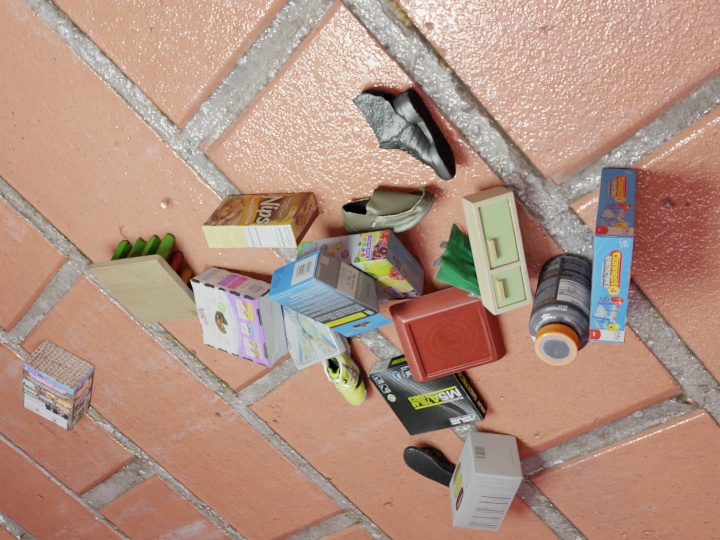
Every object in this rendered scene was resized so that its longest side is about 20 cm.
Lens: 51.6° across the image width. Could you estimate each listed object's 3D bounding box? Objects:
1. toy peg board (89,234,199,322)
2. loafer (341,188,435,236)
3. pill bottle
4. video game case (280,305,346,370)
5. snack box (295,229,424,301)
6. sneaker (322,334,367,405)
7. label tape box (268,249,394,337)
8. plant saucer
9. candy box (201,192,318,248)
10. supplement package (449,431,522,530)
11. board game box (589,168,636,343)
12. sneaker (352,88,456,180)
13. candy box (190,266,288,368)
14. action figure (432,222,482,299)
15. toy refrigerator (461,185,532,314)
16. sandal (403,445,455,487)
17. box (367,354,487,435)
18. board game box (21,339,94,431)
[{"bbox_3d":[-0.458,0.014,1.674,0.197,0.099,0.200,-5,138,27],"label":"toy peg board"},{"bbox_3d":[0.043,-0.111,1.356,0.197,0.076,0.070,-16,122,32],"label":"loafer"},{"bbox_3d":[0.346,0.070,1.277,0.104,0.201,0.108,12,130,15],"label":"pill bottle"},{"bbox_3d":[-0.121,0.105,1.544,0.199,0.022,0.185,-29,87,55],"label":"video game case"},{"bbox_3d":[0.000,0.000,1.421,0.197,0.069,0.169,-6,151,29],"label":"snack box"},{"bbox_3d":[-0.046,0.227,1.640,0.074,0.077,0.202,-9,122,27],"label":"sneaker"},{"bbox_3d":[-0.049,0.046,1.379,0.198,0.064,0.143,29,148,-34],"label":"label tape box"},{"bbox_3d":[0.175,0.129,1.455,0.196,0.037,0.202,-17,123,7],"label":"plant saucer"},{"bbox_3d":[-0.193,-0.097,1.442,0.196,0.116,0.056,0,127,23],"label":"candy box"},{"bbox_3d":[0.273,0.469,1.651,0.107,0.115,0.203,7,128,-5],"label":"supplement package"},{"bbox_3d":[0.400,-0.026,1.182,0.055,0.201,0.199,4,128,18],"label":"board game box"},{"bbox_3d":[0.076,-0.228,1.266,0.103,0.060,0.202,-21,109,33],"label":"sneaker"},{"bbox_3d":[-0.261,0.098,1.607,0.197,0.071,0.171,14,124,32],"label":"candy box"},{"bbox_3d":[0.228,0.014,1.367,0.198,0.120,0.055,30,158,-13],"label":"action figure"},{"bbox_3d":[0.237,-0.034,1.285,0.075,0.070,0.204,-15,107,-6],"label":"toy refrigerator"},{"bbox_3d":[0.178,0.458,1.754,0.199,0.048,0.075,34,131,-21],"label":"sandal"},{"bbox_3d":[0.144,0.262,1.614,0.198,0.048,0.195,-19,113,34],"label":"box"},{"bbox_3d":[-0.832,0.318,2.047,0.157,0.097,0.202,27,131,2],"label":"board game box"}]
